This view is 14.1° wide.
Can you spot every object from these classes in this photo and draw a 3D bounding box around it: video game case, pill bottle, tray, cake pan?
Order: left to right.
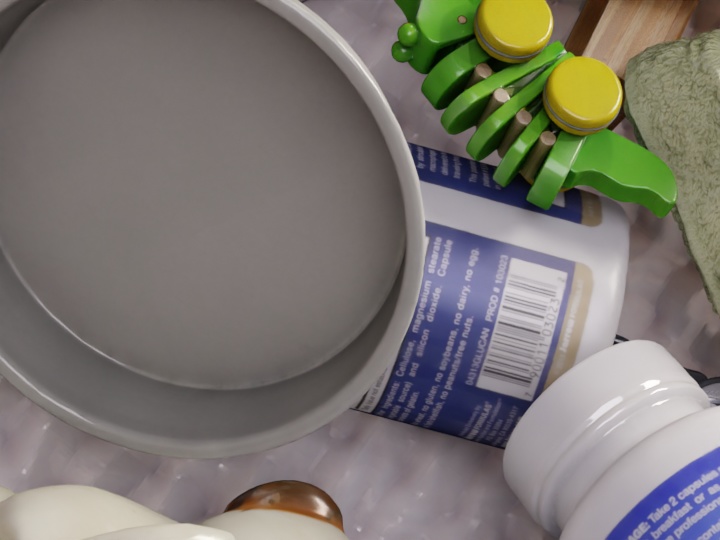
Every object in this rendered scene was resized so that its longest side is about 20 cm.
[{"bbox_3d":[-0.159,-0.034,1.128,0.200,0.018,0.143,-38,98,28],"label":"video game case"},{"bbox_3d":[-0.069,-0.027,1.071,0.199,0.037,0.201,6,115,14],"label":"cake pan"},{"bbox_3d":[0.000,0.000,1.177,0.199,0.111,0.112,15,76,-6],"label":"pill bottle"},{"bbox_3d":[0.140,-0.154,1.238,0.037,0.099,0.201,27,76,-3],"label":"tray"},{"bbox_3d":[0.143,0.122,1.083,0.112,0.112,0.200,-30,58,-14],"label":"pill bottle"}]

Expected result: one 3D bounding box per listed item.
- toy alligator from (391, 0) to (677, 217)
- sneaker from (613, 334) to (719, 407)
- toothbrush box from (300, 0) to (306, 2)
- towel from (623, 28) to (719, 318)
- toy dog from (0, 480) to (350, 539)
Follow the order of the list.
[{"bbox_3d":[0.041,-0.085,1.141,0.054,0.059,0.200,-38,78,-26],"label":"toy alligator"},{"bbox_3d":[0.120,0.095,1.201,0.199,0.078,0.140,-19,80,-22],"label":"sneaker"},{"bbox_3d":[-0.031,-0.227,1.232,0.146,0.085,0.201,-27,84,-13],"label":"toothbrush box"},{"bbox_3d":[0.195,-0.012,1.126,0.036,0.148,0.201,-31,99,-57],"label":"towel"},{"bbox_3d":[-0.081,0.133,1.107,0.199,0.194,0.140,6,48,-45],"label":"toy dog"}]
